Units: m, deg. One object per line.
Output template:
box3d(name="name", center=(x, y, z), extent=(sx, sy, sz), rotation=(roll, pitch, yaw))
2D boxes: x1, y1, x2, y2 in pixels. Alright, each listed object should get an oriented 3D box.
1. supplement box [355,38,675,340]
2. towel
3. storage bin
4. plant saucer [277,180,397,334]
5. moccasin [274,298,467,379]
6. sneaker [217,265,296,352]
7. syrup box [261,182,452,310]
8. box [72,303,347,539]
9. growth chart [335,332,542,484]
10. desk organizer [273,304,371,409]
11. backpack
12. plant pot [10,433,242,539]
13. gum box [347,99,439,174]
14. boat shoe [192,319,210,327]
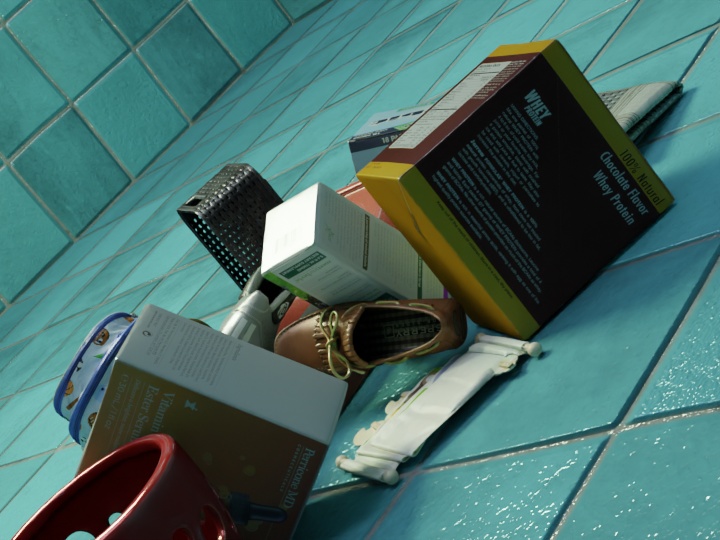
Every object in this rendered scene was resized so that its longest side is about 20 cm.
box3d(name="supplement box", center=(0.145, -0.079, 1.497), extent=(0.200, 0.197, 0.133), rotation=(-42, 15, -9))
box3d(name="towel", center=(0.226, -0.149, 1.718), extent=(0.192, 0.035, 0.200), rotation=(-4, 28, 45))
box3d(name="storage bin", center=(-0.124, -0.030, 1.986), extent=(0.094, 0.200, 0.135), rotation=(-42, 15, -12))
box3d(name="plant saucer", center=(-0.026, -0.028, 1.810), extent=(0.199, 0.037, 0.201), rotation=(-22, 38, 39))
box3d(name="moccasin", center=(0.002, 0.067, 1.531), extent=(0.200, 0.074, 0.078), rotation=(-3, -1, 28))
box3d(name="sneaker", center=(-0.098, 0.048, 1.707), extent=(0.116, 0.075, 0.200), rotation=(-59, -3, 2))
box3d(name="syrup box", center=(0.000, 0.000, 1.596), extent=(0.079, 0.200, 0.082), rotation=(-28, 45, 36))
box3d(name="box", center=(-0.133, 0.148, 1.408), extent=(0.106, 0.199, 0.153), rotation=(-70, 2, -63))
box3d(name="growth chart", center=(0.066, 0.123, 1.450), extent=(0.200, 0.018, 0.145), rotation=(-42, 15, -9))
box3d(name="desk organizer", center=(-0.048, 0.105, 1.654), extent=(0.072, 0.077, 0.200), rotation=(-24, 21, 46))
box3d(name="backpack", center=(-0.240, 0.130, 1.719), extent=(0.191, 0.153, 0.201), rotation=(86, -152, -83))
box3d(name="plant pot", center=(-0.177, 0.262, 1.300), extent=(0.200, 0.183, 0.201), rotation=(-36, 16, 12))
box3d(name="gum box", center=(0.086, -0.167, 1.858), extent=(0.169, 0.045, 0.200), rotation=(-11, 12, 12))
box3d(name="boat shoe", center=(-0.147, 0.146, 1.549), extent=(0.073, 0.201, 0.065), rotation=(-3, -26, -45))
